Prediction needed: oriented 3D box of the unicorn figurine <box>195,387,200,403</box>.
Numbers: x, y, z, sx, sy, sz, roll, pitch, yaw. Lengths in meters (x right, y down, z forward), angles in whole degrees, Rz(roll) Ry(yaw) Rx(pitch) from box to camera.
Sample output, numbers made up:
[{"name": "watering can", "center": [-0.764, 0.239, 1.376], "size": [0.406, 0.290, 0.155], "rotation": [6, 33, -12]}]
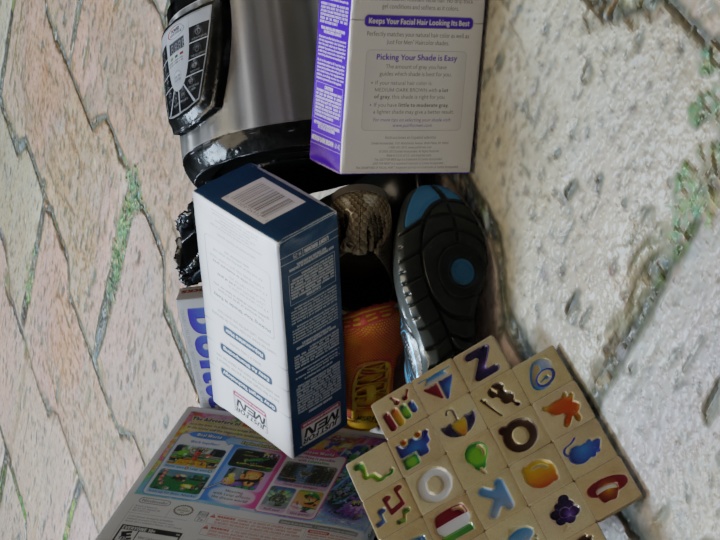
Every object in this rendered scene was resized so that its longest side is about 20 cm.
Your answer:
[{"name": "unicorn figurine", "center": [-0.076, 0.093, 1.417], "size": [0.074, 0.136, 0.201], "rotation": [111, 161, -56]}]

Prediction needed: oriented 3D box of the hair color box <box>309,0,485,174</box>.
[{"name": "hair color box", "center": [0.028, -0.173, 1.174], "size": [0.065, 0.109, 0.201], "rotation": [-148, 60, -60]}]

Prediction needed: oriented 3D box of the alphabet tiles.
[{"name": "alphabet tiles", "center": [0.084, 0.139, 1.069], "size": [0.006, 0.166, 0.201], "rotation": [55, -174, -50]}]

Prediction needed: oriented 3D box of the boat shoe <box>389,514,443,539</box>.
[{"name": "boat shoe", "center": [0.070, 0.192, 1.172], "size": [0.202, 0.086, 0.075], "rotation": [74, -179, -75]}]

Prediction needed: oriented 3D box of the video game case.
[{"name": "video game case", "center": [-0.079, 0.177, 1.238], "size": [0.182, 0.199, 0.024], "rotation": [-57, -33, -52]}]

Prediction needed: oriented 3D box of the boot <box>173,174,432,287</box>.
[{"name": "boot", "center": [-0.051, -0.038, 1.286], "size": [0.198, 0.161, 0.074], "rotation": [138, 130, -56]}]

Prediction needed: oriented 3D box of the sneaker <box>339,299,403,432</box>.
[{"name": "sneaker", "center": [0.008, 0.080, 1.282], "size": [0.200, 0.073, 0.078], "rotation": [105, 151, -64]}]

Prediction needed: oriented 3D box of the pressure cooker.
[{"name": "pressure cooker", "center": [-0.069, -0.170, 1.301], "size": [0.179, 0.175, 0.201], "rotation": [48, -145, -78]}]

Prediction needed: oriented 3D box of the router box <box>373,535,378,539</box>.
[{"name": "router box", "center": [-0.042, 0.229, 1.226], "size": [0.200, 0.148, 0.051], "rotation": [-99, 1, -55]}]

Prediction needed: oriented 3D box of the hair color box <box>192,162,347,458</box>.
[{"name": "hair color box", "center": [-0.066, 0.031, 1.218], "size": [0.100, 0.060, 0.201], "rotation": [31, 136, 38]}]

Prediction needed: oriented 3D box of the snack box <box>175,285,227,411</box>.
[{"name": "snack box", "center": [-0.097, 0.102, 1.345], "size": [0.024, 0.071, 0.201], "rotation": [-80, -18, -60]}]

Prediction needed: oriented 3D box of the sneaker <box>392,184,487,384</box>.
[{"name": "sneaker", "center": [0.052, 0.039, 1.189], "size": [0.082, 0.073, 0.201], "rotation": [150, 117, -66]}]

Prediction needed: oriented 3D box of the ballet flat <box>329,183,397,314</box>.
[{"name": "ballet flat", "center": [0.000, 0.000, 1.237], "size": [0.200, 0.067, 0.047], "rotation": [93, 174, -64]}]
